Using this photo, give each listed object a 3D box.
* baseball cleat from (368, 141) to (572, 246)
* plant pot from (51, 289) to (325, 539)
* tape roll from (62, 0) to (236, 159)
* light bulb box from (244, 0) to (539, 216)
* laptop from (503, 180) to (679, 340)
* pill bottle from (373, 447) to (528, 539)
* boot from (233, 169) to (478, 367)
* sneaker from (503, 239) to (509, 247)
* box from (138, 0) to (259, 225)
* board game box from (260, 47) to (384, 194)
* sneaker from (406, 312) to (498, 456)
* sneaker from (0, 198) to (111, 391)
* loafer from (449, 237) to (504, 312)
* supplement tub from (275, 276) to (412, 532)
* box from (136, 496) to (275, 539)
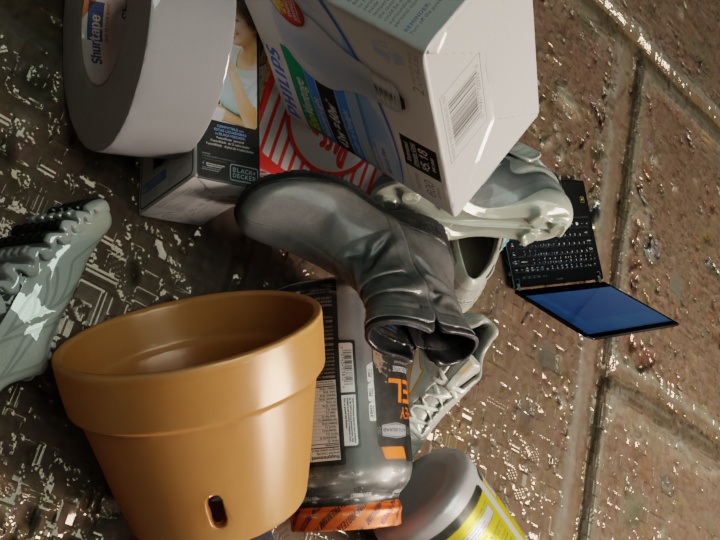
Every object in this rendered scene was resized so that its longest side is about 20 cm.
[{"bbox_3d":[0.094,-0.074,0.838,0.196,0.070,0.108,8,48,-21],"label":"baseball cleat"},{"bbox_3d":[-0.116,0.109,0.690,0.198,0.198,0.144,-20,108,-41],"label":"plant pot"},{"bbox_3d":[-0.166,-0.189,0.706,0.065,0.199,0.205,0,78,-35],"label":"tape roll"},{"bbox_3d":[0.023,-0.183,0.721,0.125,0.198,0.199,-48,151,-16],"label":"light bulb box"},{"bbox_3d":[0.260,-0.020,1.081,0.175,0.102,0.205,-3,80,-40],"label":"laptop"},{"bbox_3d":[0.106,0.276,0.866,0.202,0.111,0.113,54,51,-14],"label":"pill bottle"},{"bbox_3d":[0.000,0.000,0.722,0.196,0.070,0.133,11,42,-21],"label":"boot"},{"bbox_3d":[0.099,-0.038,0.971,0.081,0.076,0.200,51,49,-9],"label":"sneaker"},{"bbox_3d":[-0.136,-0.153,0.780,0.059,0.116,0.205,8,74,-34],"label":"box"},{"bbox_3d":[-0.026,-0.169,0.878,0.149,0.046,0.204,21,86,-34],"label":"board game box"},{"bbox_3d":[0.066,0.111,0.890,0.076,0.091,0.202,46,54,-20],"label":"sneaker"},{"bbox_3d":[-0.246,0.027,0.676,0.201,0.074,0.082,-55,127,-33],"label":"sneaker"},{"bbox_3d":[0.116,-0.051,0.904,0.069,0.070,0.203,24,56,-12],"label":"loafer"},{"bbox_3d":[-0.018,0.116,0.799,0.121,0.121,0.205,6,75,-38],"label":"supplement tub"},{"bbox_3d":[-0.138,0.271,0.715,0.198,0.036,0.146,-28,97,-40],"label":"box"}]
